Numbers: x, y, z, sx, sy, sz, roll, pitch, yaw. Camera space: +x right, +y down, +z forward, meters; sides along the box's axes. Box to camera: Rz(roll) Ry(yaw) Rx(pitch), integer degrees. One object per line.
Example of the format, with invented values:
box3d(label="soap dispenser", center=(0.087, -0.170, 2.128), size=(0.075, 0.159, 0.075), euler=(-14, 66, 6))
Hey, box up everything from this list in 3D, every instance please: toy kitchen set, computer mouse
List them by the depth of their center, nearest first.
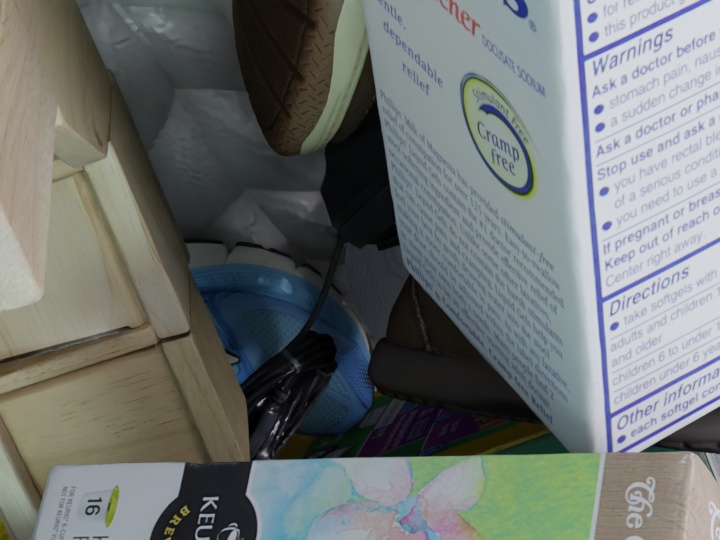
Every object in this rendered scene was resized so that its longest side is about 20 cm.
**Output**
box3d(label="toy kitchen set", center=(-0.137, 0.031, 0.735), size=(0.162, 0.181, 0.201), euler=(-17, 122, 7))
box3d(label="computer mouse", center=(0.000, 0.000, 0.863), size=(0.058, 0.034, 0.201), euler=(-3, 128, -53))

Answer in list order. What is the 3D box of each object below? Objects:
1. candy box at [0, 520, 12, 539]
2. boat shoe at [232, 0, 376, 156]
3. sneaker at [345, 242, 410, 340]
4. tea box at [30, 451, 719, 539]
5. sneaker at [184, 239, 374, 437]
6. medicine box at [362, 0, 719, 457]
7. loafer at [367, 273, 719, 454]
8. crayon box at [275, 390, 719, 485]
box3d(label="candy box", center=(-0.101, 0.084, 0.899), size=(0.102, 0.027, 0.200), euler=(14, -167, 6))
box3d(label="boat shoe", center=(0.015, -0.104, 0.737), size=(0.074, 0.075, 0.203), euler=(-9, 150, -18))
box3d(label="sneaker", center=(0.093, -0.017, 0.905), size=(0.113, 0.076, 0.200), euler=(-8, 172, -45))
box3d(label="tea box", center=(0.028, 0.151, 0.745), size=(0.196, 0.134, 0.200), euler=(-5, 149, 26))
box3d(label="sneaker", center=(-0.077, 0.040, 0.920), size=(0.199, 0.090, 0.078), euler=(12, 142, -37))
box3d(label="medicine box", center=(0.100, -0.080, 0.682), size=(0.182, 0.103, 0.201), euler=(-27, 135, -18))
box3d(label="loafer", center=(0.080, 0.015, 0.789), size=(0.199, 0.071, 0.073), euler=(7, 178, 43))
box3d(label="crayon box", center=(0.047, 0.073, 0.952), size=(0.172, 0.059, 0.200), euler=(-21, -174, 12))
